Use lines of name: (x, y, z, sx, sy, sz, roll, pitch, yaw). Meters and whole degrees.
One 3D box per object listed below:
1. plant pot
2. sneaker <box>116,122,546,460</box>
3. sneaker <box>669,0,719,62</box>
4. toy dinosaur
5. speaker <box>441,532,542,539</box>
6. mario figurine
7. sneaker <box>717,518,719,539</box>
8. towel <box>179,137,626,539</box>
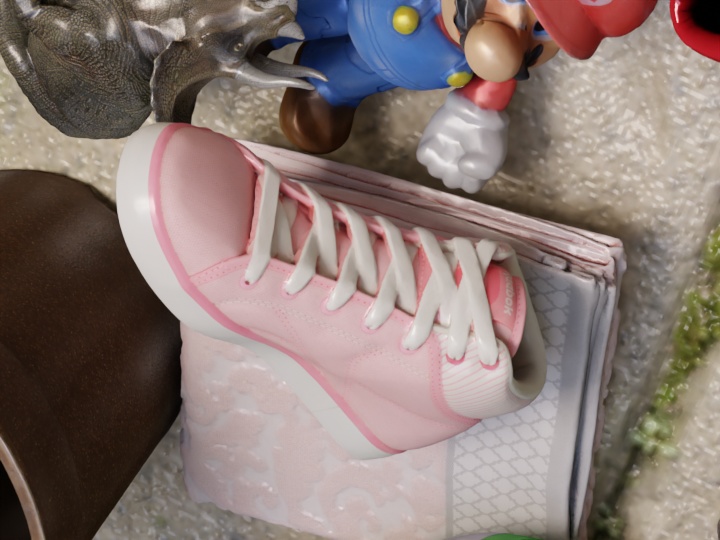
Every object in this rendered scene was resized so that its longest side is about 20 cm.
plant pot: (-0.178, 0.060, 1.174, 0.200, 0.198, 0.201, 10, 118, 18)
sneaker: (0.000, 0.000, 1.038, 0.104, 0.075, 0.200, -14, 141, 30)
sneaker: (0.203, -0.096, 0.955, 0.200, 0.115, 0.079, -12, 96, 26)
toy dinosaur: (-0.110, -0.087, 1.081, 0.200, 0.077, 0.102, -13, 107, 54)
speaker: (0.008, 0.165, 1.188, 0.200, 0.088, 0.089, -17, 107, 46)
mario figurine: (0.025, -0.090, 1.047, 0.200, 0.123, 0.106, -16, 77, 44)
sneaker: (0.234, 0.094, 1.012, 0.200, 0.106, 0.075, 4, 115, 20)
towel: (0.010, 0.046, 1.160, 0.191, 0.032, 0.200, 15, 132, 15)
